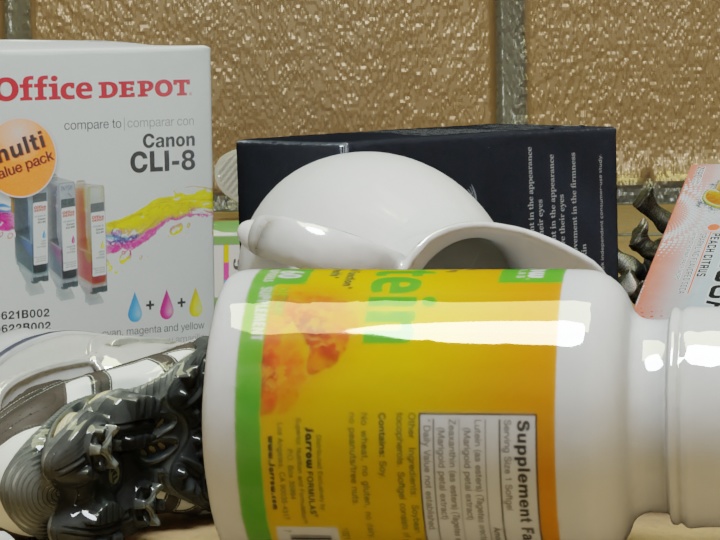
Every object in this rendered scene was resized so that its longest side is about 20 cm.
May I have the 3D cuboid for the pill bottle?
[{"bbox_3d":[0.047,0.055,1.103,0.199,0.112,0.111,0,5,9],"label":"pill bottle"}]

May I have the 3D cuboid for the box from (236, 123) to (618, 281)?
[{"bbox_3d":[0.039,-0.005,1.611,0.199,0.149,0.104,-4,6,-37],"label":"box"}]

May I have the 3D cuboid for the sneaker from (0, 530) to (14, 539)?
[{"bbox_3d":[-0.196,0.104,0.845,0.199,0.076,0.081,-1,14,8],"label":"sneaker"}]

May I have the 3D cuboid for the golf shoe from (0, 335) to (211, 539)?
[{"bbox_3d":[-0.103,0.067,1.205,0.094,0.078,0.200,1,4,25],"label":"golf shoe"}]

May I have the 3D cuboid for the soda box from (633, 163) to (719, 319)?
[{"bbox_3d":[0.163,0.025,1.283,0.068,0.064,0.200,0,30,19],"label":"soda box"}]

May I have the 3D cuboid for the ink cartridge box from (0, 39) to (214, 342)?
[{"bbox_3d":[-0.170,-0.021,1.522,0.145,0.201,0.144,-4,6,-32],"label":"ink cartridge box"}]

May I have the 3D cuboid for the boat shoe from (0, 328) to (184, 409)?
[{"bbox_3d":[-0.105,0.063,1.326,0.065,0.072,0.200,-3,-6,38],"label":"boat shoe"}]

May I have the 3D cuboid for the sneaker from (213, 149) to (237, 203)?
[{"bbox_3d":[-0.069,-0.092,3.209,0.199,0.073,0.114,9,-1,-11],"label":"sneaker"}]

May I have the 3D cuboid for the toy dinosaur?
[{"bbox_3d":[0.201,0.011,1.795,0.102,0.077,0.200,31,13,-13],"label":"toy dinosaur"}]

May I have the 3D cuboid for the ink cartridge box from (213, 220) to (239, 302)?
[{"bbox_3d":[-0.136,-0.003,2.151,0.199,0.060,0.104,-2,5,-19],"label":"ink cartridge box"}]

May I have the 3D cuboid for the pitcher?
[{"bbox_3d":[0.000,0.000,1.358,0.171,0.122,0.200,23,-3,-27],"label":"pitcher"}]
